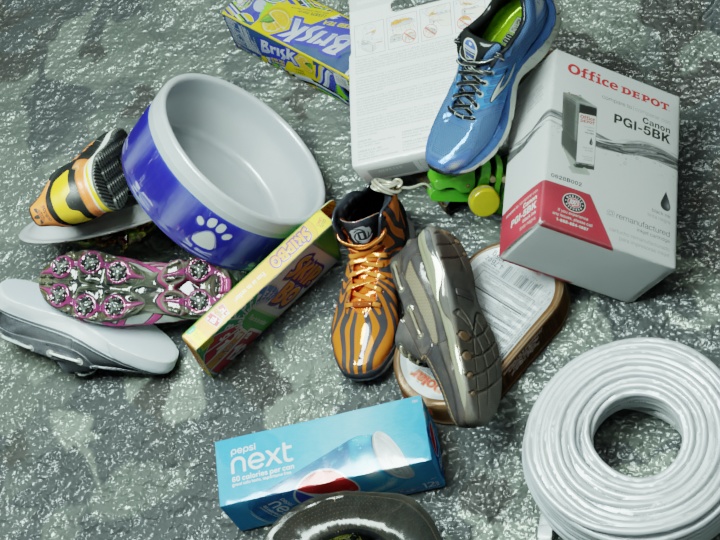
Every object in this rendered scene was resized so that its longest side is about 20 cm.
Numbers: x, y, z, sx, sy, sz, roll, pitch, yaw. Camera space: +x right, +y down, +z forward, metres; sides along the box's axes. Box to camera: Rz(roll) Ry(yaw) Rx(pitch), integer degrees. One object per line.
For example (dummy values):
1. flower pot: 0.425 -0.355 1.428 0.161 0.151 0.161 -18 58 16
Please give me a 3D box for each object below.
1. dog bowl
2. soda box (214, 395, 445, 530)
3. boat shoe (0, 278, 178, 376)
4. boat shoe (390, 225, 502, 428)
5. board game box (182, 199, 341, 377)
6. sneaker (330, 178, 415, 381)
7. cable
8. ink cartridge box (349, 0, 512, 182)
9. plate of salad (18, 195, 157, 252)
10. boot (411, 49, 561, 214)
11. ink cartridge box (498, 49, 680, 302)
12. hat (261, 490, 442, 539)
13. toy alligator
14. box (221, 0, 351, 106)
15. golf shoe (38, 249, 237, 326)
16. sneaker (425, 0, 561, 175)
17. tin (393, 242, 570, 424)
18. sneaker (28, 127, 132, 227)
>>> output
1. dog bowl: -0.136 -0.099 1.380 0.079 0.200 0.200 -46 49 30
2. soda box: -0.028 0.178 1.261 0.200 0.064 0.068 -14 56 9
3. boat shoe: -0.283 0.074 1.401 0.200 0.068 0.072 19 25 4
4. boat shoe: 0.075 0.058 1.267 0.073 0.074 0.200 -29 56 30
5. board game box: -0.088 0.018 1.357 0.030 0.096 0.200 40 77 17
6. sneaker: 0.000 0.000 1.332 0.077 0.112 0.200 -2 59 16
7. cable: 0.238 0.152 1.192 0.200 0.069 0.200 -12 57 10
8. ink cartridge box: 0.069 -0.199 1.395 0.161 0.050 0.200 -10 65 20
9. plate of salad: -0.257 -0.054 1.441 0.200 0.048 0.200 -11 17 3
10. boot: 0.140 -0.141 1.410 0.200 0.075 0.097 -32 65 8
11. ink cartridge box: 0.220 -0.091 1.301 0.147 0.083 0.200 17 60 -16
12. hat: -0.003 0.291 1.176 0.200 0.081 0.201 -8 49 9
13. toy alligator: 0.110 -0.090 1.334 0.200 0.054 0.059 7 27 -18
14. box: -0.057 -0.256 1.537 0.200 0.064 0.070 31 72 29
15. golf shoe: -0.222 0.024 1.388 0.200 0.092 0.073 4 79 5
16. sneaker: 0.110 -0.185 1.289 0.078 0.089 0.200 26 90 34
17. tin: 0.114 0.055 1.310 0.112 0.042 0.200 31 72 35
18. sneaker: -0.274 -0.089 1.368 0.090 0.070 0.200 -21 13 6
